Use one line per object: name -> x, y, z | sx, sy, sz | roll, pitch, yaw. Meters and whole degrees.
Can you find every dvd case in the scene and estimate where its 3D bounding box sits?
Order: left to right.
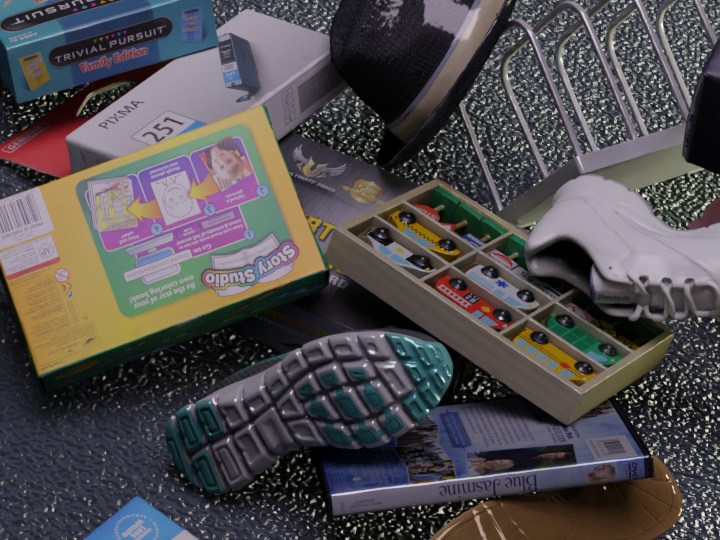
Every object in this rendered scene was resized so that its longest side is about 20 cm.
dvd case -> 0.071, 0.110, 1.661 | 0.199, 0.018, 0.143 | -7, 15, -4

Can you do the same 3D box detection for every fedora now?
fedora -> 0.035, -0.172, 1.848 | 0.091, 0.201, 0.201 | 31, 43, -10

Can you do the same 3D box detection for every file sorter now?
file sorter -> 0.183, -0.126, 1.878 | 0.199, 0.139, 0.125 | -18, 81, -27

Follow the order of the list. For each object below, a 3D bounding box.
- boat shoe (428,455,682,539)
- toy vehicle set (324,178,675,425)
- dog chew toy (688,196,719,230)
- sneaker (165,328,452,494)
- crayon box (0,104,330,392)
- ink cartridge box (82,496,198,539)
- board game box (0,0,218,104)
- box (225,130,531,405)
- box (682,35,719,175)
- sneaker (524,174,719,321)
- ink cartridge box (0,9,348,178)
boat shoe -> 0.108, 0.172, 1.636 | 0.199, 0.069, 0.074 | -16, 72, -33
toy vehicle set -> 0.090, 0.017, 1.733 | 0.200, 0.027, 0.124 | 34, 34, 21
dog chew toy -> 0.323, -0.010, 1.834 | 0.199, 0.125, 0.125 | 7, 43, 7
sneaker -> -0.026, 0.070, 1.656 | 0.199, 0.078, 0.091 | -17, 15, 29
crayon box -> -0.132, -0.014, 1.716 | 0.199, 0.058, 0.119 | -20, 79, -7
ink cartridge box -> -0.093, 0.232, 1.533 | 0.200, 0.068, 0.116 | 33, 48, 21
board game box -> -0.207, -0.203, 1.929 | 0.150, 0.047, 0.200 | -18, 35, -15
box -> 0.000, 0.000, 1.806 | 0.199, 0.048, 0.159 | 24, 45, 13
box -> 0.332, -0.118, 1.763 | 0.199, 0.104, 0.148 | 22, 61, 11
sneaker -> 0.195, 0.006, 1.717 | 0.199, 0.075, 0.087 | 18, 39, 29
ink cartridge box -> -0.136, -0.121, 1.876 | 0.176, 0.045, 0.200 | 19, 42, 32
